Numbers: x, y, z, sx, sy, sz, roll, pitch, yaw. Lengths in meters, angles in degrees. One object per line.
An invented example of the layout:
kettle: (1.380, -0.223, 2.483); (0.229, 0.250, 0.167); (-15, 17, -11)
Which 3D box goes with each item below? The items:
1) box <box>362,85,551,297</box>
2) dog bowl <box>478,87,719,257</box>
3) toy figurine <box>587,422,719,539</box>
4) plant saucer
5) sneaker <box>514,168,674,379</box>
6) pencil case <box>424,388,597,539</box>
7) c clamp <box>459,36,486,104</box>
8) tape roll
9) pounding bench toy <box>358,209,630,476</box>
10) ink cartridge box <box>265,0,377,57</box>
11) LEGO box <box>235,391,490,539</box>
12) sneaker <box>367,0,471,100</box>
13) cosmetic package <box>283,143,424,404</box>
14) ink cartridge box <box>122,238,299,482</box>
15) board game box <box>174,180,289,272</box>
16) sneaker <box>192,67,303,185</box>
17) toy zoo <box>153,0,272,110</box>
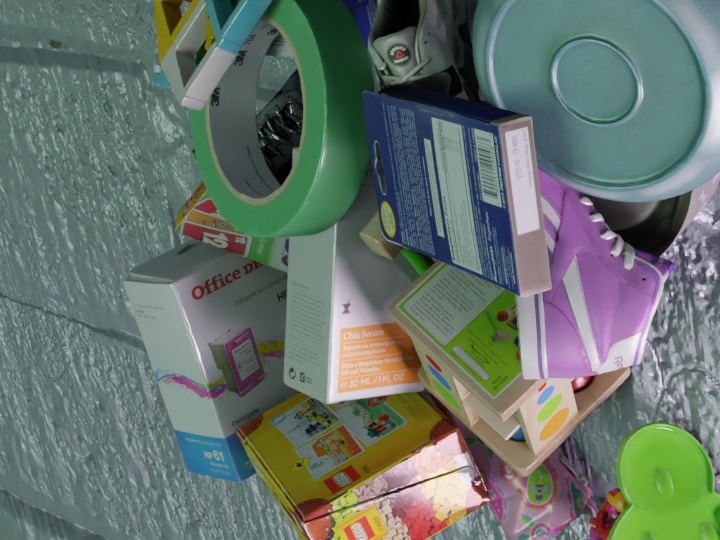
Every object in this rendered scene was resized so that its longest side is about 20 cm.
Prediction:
box: (0.065, -0.062, 1.282); (0.200, 0.032, 0.121); (24, 127, 59)
dog bowl: (0.177, -0.102, 1.318); (0.200, 0.059, 0.200); (31, 135, 37)
toy figurine: (0.220, 0.242, 1.458); (0.184, 0.150, 0.201); (132, 128, -63)
plant saucer: (0.158, -0.127, 1.187); (0.200, 0.027, 0.201); (18, 130, 23)
sneaker: (0.163, -0.026, 1.293); (0.114, 0.073, 0.201); (-6, 88, 10)
pencil case: (0.119, 0.136, 1.533); (0.200, 0.087, 0.087); (60, 145, 1)
c clamp: (0.076, -0.090, 1.477); (0.171, 0.027, 0.200); (-13, 103, 54)
tape roll: (-0.064, -0.126, 1.427); (0.200, 0.048, 0.201); (6, 97, 54)
pounding bench toy: (0.095, 0.036, 1.421); (0.200, 0.124, 0.156); (42, 169, 26)
ink cartridge box: (-0.054, -0.247, 1.491); (0.200, 0.076, 0.137); (13, 124, 48)
LEGO box: (-0.002, 0.163, 1.538); (0.077, 0.149, 0.200); (64, 171, -24)
sneaker: (0.041, -0.141, 1.367); (0.074, 0.088, 0.201); (-19, 73, 28)
cosmetic package: (0.000, 0.000, 1.479); (0.071, 0.101, 0.201); (19, 111, 54)
ink cartridge box: (-0.110, 0.069, 1.651); (0.085, 0.144, 0.200); (3, 116, 51)
board game box: (-0.052, -0.029, 1.571); (0.096, 0.200, 0.030); (-43, 34, 54)
sneaker: (-0.076, -0.113, 1.575); (0.076, 0.114, 0.200); (54, 144, 10)
toy zoo: (-0.113, -0.219, 1.427); (0.200, 0.020, 0.131); (-52, 39, 33)
